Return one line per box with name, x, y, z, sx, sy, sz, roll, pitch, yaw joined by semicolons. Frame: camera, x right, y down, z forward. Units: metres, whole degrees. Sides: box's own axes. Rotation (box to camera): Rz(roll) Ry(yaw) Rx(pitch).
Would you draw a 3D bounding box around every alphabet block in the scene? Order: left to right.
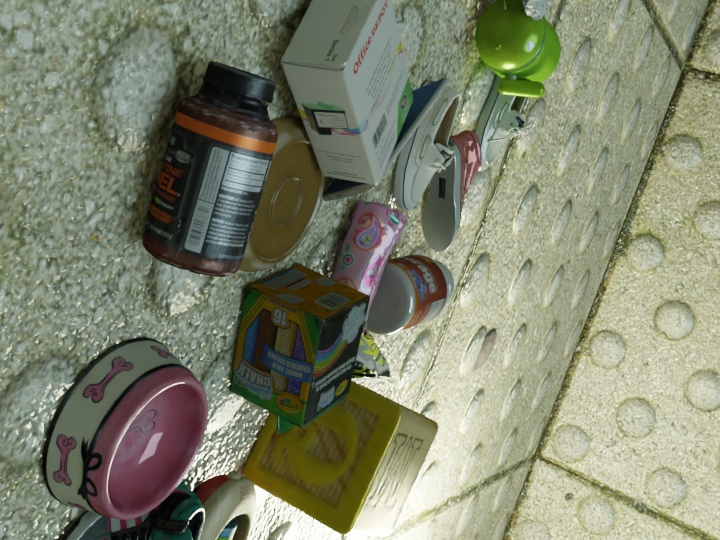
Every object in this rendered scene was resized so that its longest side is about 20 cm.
alphabet block;-0.024;0.268;1.409;0.198;0.194;0.200;-66;156;-6

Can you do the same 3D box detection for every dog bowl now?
dog bowl;-0.245;0.180;1.028;0.200;0.073;0.202;-45;146;-41

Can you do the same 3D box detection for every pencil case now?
pencil case;0.000;0.000;1.360;0.087;0.087;0.202;19;92;-65

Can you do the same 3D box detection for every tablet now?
tablet;0.034;-0.173;1.256;0.014;0.130;0.201;45;64;-21

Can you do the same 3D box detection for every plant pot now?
plant pot;-0.098;-0.089;1.156;0.200;0.027;0.202;-44;146;-40

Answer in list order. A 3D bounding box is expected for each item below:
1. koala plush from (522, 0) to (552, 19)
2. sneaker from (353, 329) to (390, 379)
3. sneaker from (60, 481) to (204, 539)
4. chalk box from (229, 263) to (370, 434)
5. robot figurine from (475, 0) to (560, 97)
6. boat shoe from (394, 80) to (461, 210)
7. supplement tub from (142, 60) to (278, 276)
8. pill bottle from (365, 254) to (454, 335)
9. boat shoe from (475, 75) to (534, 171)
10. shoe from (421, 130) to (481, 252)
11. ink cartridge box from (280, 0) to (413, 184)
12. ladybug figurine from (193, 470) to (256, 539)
koala plush;0.232;-0.461;1.361;0.179;0.182;0.200;70;17;4
sneaker;0.007;0.131;1.497;0.200;0.074;0.077;54;36;-74
sneaker;-0.249;0.315;1.075;0.200;0.120;0.084;-38;143;-46
chalk box;-0.085;0.115;1.241;0.125;0.123;0.202;-24;133;-57
robot figurine;0.255;-0.368;1.526;0.200;0.114;0.178;12;84;-63
boat shoe;0.107;-0.183;1.438;0.071;0.069;0.202;-10;119;-61
supplement tub;-0.146;-0.103;0.953;0.107;0.106;0.202;-2;112;-63
pill bottle;0.074;0.033;1.503;0.199;0.111;0.113;-12;122;-61
boat shoe;0.264;-0.265;1.665;0.074;0.085;0.204;15;96;-65
shoe;0.157;-0.133;1.578;0.091;0.071;0.202;-31;133;-43
ink cartridge box;-0.010;-0.225;1.122;0.201;0.083;0.146;70;37;-55
ladybug figurine;-0.204;0.355;1.257;0.135;0.071;0.202;9;103;-64
